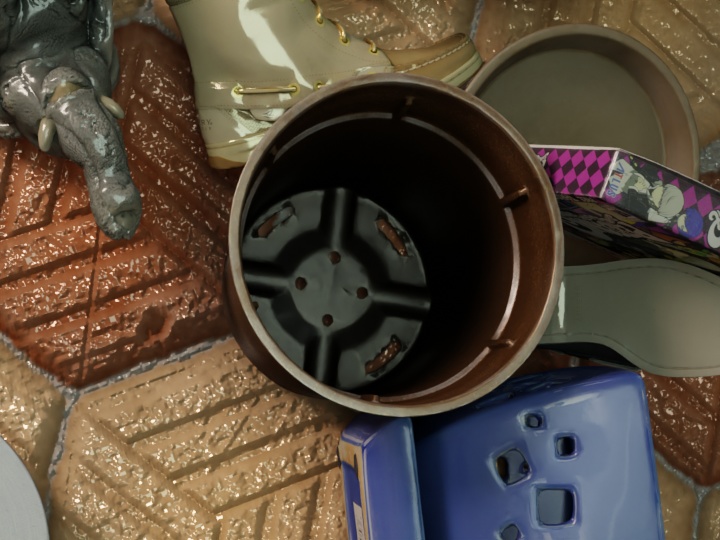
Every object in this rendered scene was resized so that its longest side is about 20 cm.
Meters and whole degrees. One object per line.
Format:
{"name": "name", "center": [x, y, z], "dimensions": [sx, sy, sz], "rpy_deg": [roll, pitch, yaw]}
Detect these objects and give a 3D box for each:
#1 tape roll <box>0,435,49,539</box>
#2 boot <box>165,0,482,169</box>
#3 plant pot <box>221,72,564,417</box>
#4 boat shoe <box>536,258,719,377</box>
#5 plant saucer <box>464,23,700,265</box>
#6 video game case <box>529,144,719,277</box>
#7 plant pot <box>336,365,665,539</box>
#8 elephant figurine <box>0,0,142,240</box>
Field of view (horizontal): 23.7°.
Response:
{"name": "tape roll", "center": [-0.295, 0.175, 1.064], "dimensions": [0.199, 0.066, 0.201], "rpy_deg": [1, 86, -13]}
{"name": "boot", "center": [-0.028, -0.168, 1.140], "dimensions": [0.199, 0.073, 0.156], "rpy_deg": [-19, 101, -8]}
{"name": "plant pot", "center": [0.000, 0.000, 1.075], "dimensions": [0.199, 0.198, 0.201], "rpy_deg": [2, 80, -14]}
{"name": "boat shoe", "center": [0.172, 0.029, 1.110], "dimensions": [0.199, 0.063, 0.073], "rpy_deg": [5, 88, 26]}
{"name": "plant saucer", "center": [0.143, -0.070, 1.188], "dimensions": [0.199, 0.029, 0.201], "rpy_deg": [-4, 100, -20]}
{"name": "video game case", "center": [0.180, -0.032, 1.085], "dimensions": [0.181, 0.200, 0.036], "rpy_deg": [22, 87, -23]}
{"name": "plant pot", "center": [0.084, 0.169, 1.097], "dimensions": [0.179, 0.200, 0.201], "rpy_deg": [-6, 88, -7]}
{"name": "elephant figurine", "center": [-0.202, -0.133, 1.081], "dimensions": [0.141, 0.155, 0.201], "rpy_deg": [-4, 117, 19]}
